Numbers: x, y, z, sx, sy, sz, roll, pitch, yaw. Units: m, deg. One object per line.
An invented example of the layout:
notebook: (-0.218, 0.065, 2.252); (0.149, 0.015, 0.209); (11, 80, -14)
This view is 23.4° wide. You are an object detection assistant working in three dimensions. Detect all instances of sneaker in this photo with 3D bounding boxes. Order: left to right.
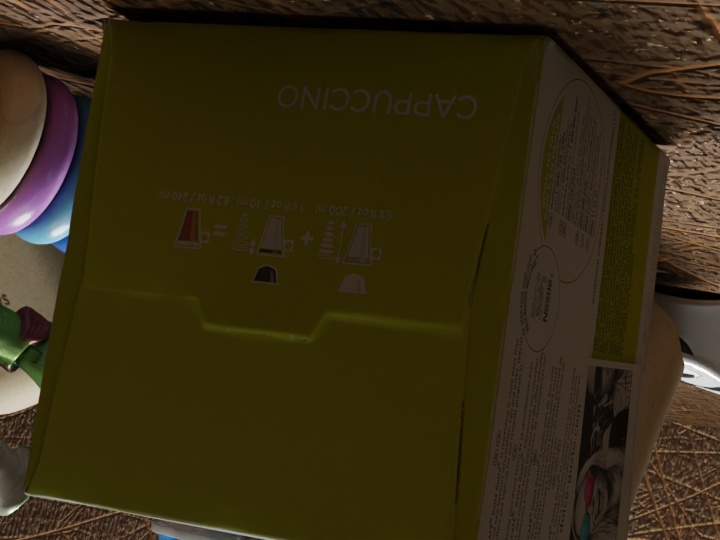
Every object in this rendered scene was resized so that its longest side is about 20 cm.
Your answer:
sneaker: (0.262, 0.055, 1.320); (0.198, 0.074, 0.112); (17, 178, 5)

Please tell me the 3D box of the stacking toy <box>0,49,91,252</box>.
stacking toy: (-0.114, -0.034, 0.869); (0.199, 0.086, 0.085); (25, 165, -39)

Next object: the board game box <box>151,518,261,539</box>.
board game box: (0.008, 0.167, 1.063); (0.199, 0.026, 0.199); (8, -172, 35)

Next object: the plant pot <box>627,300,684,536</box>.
plant pot: (0.128, 0.100, 1.197); (0.199, 0.184, 0.201); (25, 146, 19)

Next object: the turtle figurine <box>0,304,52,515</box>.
turtle figurine: (-0.230, 0.022, 0.891); (0.194, 0.145, 0.199); (44, 142, -22)

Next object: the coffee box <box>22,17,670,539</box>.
coffee box: (0.004, 0.018, 0.741); (0.198, 0.202, 0.197); (6, 172, 25)

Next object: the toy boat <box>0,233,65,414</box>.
toy boat: (-0.179, -0.001, 1.019); (0.199, 0.131, 0.130); (-21, -173, 43)
